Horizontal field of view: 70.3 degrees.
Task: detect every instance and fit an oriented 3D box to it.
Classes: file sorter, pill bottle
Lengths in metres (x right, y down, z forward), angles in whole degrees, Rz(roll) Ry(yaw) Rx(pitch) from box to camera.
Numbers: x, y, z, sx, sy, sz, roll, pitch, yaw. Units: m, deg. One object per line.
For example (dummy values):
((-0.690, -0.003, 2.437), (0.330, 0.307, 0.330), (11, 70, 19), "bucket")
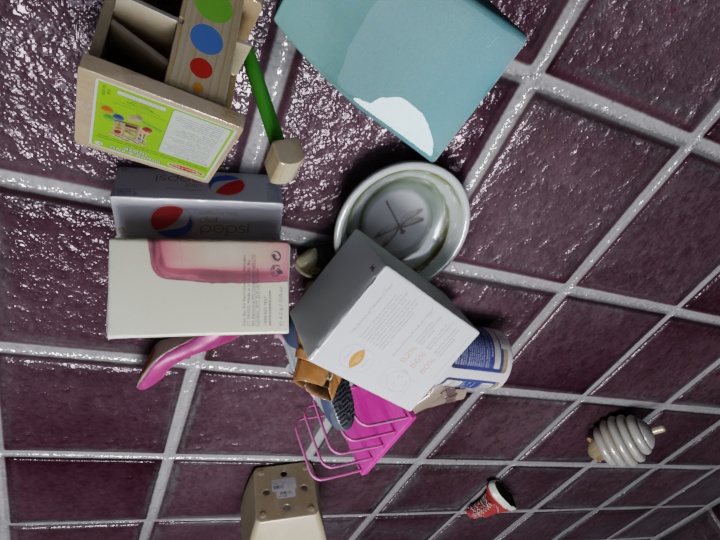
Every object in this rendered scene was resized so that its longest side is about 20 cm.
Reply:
((-0.021, 0.273, 0.941), (0.124, 0.140, 0.201), (2, 134, -37), "file sorter")
((0.161, 0.149, 0.910), (0.197, 0.112, 0.112), (11, 129, -23), "pill bottle")

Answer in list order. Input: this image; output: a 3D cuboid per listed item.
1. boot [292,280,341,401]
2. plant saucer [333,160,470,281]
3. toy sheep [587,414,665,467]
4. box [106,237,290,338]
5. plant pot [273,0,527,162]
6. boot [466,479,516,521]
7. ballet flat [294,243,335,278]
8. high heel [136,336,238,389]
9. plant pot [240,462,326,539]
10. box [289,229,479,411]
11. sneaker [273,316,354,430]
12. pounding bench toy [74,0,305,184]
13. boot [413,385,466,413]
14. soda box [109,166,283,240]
((-0.028, 0.123, 0.792), (0.076, 0.158, 0.200), (-11, 148, 29), "boot")
((0.054, -0.064, 0.714), (0.197, 0.050, 0.203), (-10, 126, -14), "plant saucer")
((0.672, 0.431, 1.301), (0.199, 0.139, 0.137), (-36, 131, 24), "toy sheep")
((-0.189, 0.021, 0.623), (0.196, 0.111, 0.128), (1, 177, -15), "box")
((0.025, -0.239, 0.496), (0.198, 0.142, 0.142), (25, 123, -24), "plant pot")
((0.367, 0.683, 1.499), (0.143, 0.073, 0.200), (-25, 137, 12), "boot")
((0.000, 0.000, 0.764), (0.197, 0.057, 0.067), (6, 139, -19), "ballet flat")
((-0.273, 0.134, 0.815), (0.095, 0.068, 0.201), (34, 104, -25), "high heel")
((-0.172, 0.555, 1.159), (0.196, 0.201, 0.180), (-2, 122, -13), "plant pot")
((0.033, 0.071, 0.691), (0.199, 0.107, 0.153), (34, 101, -34), "box")
((-0.076, 0.169, 0.835), (0.081, 0.203, 0.070), (-27, 170, 26), "sneaker")
((-0.140, -0.182, 0.481), (0.197, 0.159, 0.124), (15, 160, -27), "pounding bench toy")
((0.139, 0.255, 1.036), (0.144, 0.071, 0.202), (-1, 133, -17), "boot")
((-0.198, -0.078, 0.637), (0.196, 0.064, 0.069), (1, 132, -15), "soda box")
